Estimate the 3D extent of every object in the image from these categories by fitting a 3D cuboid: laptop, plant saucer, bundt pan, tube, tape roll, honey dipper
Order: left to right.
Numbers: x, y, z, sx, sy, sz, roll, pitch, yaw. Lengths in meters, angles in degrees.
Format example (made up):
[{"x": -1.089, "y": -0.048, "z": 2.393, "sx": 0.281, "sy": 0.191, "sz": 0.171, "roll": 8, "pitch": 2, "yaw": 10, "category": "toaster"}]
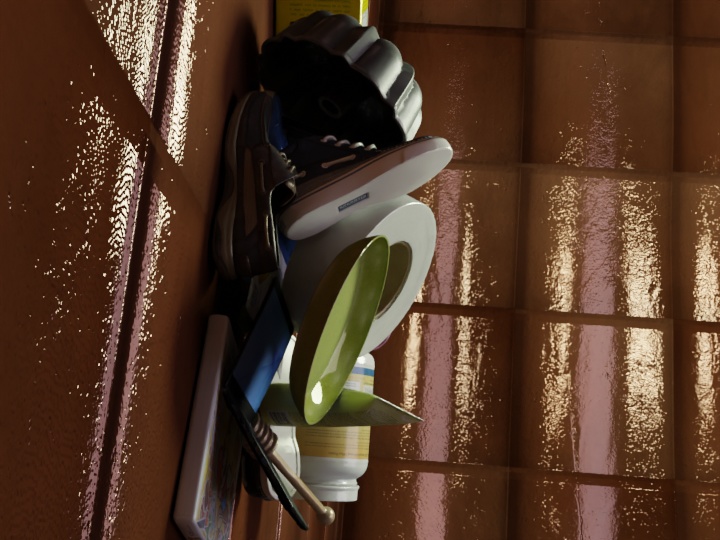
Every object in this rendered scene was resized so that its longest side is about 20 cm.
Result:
[{"x": -0.084, "y": 0.236, "z": 1.157, "sx": 0.200, "sy": 0.038, "sz": 0.038, "roll": 58, "pitch": 25, "yaw": -35, "category": "honey dipper"}, {"x": -0.070, "y": 0.140, "z": 1.002, "sx": 0.200, "sy": 0.103, "sz": 0.177, "roll": 57, "pitch": -9, "yaw": 19, "category": "laptop"}, {"x": -0.028, "y": 0.150, "z": 1.107, "sx": 0.058, "sy": 0.200, "sz": 0.052, "roll": -25, "pitch": 105, "yaw": -44, "category": "tube"}, {"x": -0.024, "y": 0.054, "z": 0.993, "sx": 0.200, "sy": 0.031, "sz": 0.200, "roll": 21, "pitch": 90, "yaw": -76, "category": "plant saucer"}, {"x": -0.014, "y": -0.205, "z": 1.117, "sx": 0.076, "sy": 0.202, "sz": 0.202, "roll": -53, "pitch": 162, "yaw": -24, "category": "bundt pan"}, {"x": 0.000, "y": 0.000, "z": 1.137, "sx": 0.202, "sy": 0.071, "sz": 0.203, "roll": -42, "pitch": 149, "yaw": -33, "category": "tape roll"}]

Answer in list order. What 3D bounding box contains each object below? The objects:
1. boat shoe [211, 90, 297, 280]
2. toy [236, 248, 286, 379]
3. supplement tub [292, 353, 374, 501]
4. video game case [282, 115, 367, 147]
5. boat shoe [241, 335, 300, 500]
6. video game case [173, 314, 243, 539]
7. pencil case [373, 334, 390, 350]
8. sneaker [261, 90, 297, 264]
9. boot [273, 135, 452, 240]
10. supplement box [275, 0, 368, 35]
[{"x": -0.097, "y": -0.082, "z": 0.989, "sx": 0.075, "sy": 0.073, "sz": 0.200, "roll": 84, "pitch": 10, "yaw": -71, "category": "boat shoe"}, {"x": -0.112, "y": 0.029, "z": 1.100, "sx": 0.200, "sy": 0.047, "sz": 0.115, "roll": 85, "pitch": 13, "yaw": -63, "category": "toy"}, {"x": -0.058, "y": 0.208, "z": 1.367, "sx": 0.145, "sy": 0.144, "sz": 0.200, "roll": 74, "pitch": 20, "yaw": -80, "category": "supplement tub"}, {"x": -0.054, "y": -0.085, "z": 1.202, "sx": 0.019, "sy": 0.143, "sz": 0.200, "roll": -48, "pitch": 151, "yaw": -39, "category": "video game case"}, {"x": -0.108, "y": 0.175, "z": 1.210, "sx": 0.074, "sy": 0.060, "sz": 0.200, "roll": 9, "pitch": 78, "yaw": -47, "category": "boat shoe"}, {"x": -0.140, "y": 0.172, "z": 0.977, "sx": 0.182, "sy": 0.023, "sz": 0.200, "roll": 87, "pitch": 7, "yaw": -60, "category": "video game case"}, {"x": -0.033, "y": 0.045, "z": 1.389, "sx": 0.200, "sy": 0.083, "sz": 0.087, "roll": 26, "pitch": -48, "yaw": 56, "category": "pencil case"}, {"x": -0.069, "y": -0.102, "z": 1.133, "sx": 0.077, "sy": 0.111, "sz": 0.200, "roll": -75, "pitch": 168, "yaw": -72, "category": "sneaker"}, {"x": -0.009, "y": -0.113, "z": 1.046, "sx": 0.090, "sy": 0.200, "sz": 0.073, "roll": 60, "pitch": -14, "yaw": 23, "category": "boot"}, {"x": -0.047, "y": -0.328, "z": 1.269, "sx": 0.109, "sy": 0.109, "sz": 0.200, "roll": -76, "pitch": 169, "yaw": -70, "category": "supplement box"}]
